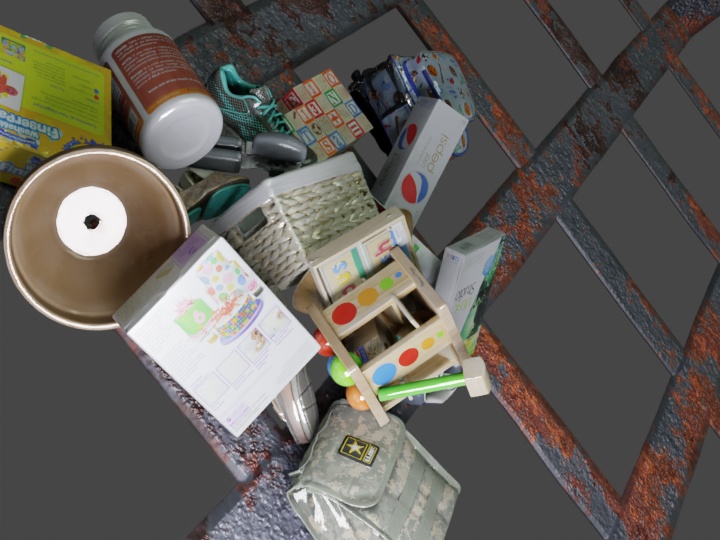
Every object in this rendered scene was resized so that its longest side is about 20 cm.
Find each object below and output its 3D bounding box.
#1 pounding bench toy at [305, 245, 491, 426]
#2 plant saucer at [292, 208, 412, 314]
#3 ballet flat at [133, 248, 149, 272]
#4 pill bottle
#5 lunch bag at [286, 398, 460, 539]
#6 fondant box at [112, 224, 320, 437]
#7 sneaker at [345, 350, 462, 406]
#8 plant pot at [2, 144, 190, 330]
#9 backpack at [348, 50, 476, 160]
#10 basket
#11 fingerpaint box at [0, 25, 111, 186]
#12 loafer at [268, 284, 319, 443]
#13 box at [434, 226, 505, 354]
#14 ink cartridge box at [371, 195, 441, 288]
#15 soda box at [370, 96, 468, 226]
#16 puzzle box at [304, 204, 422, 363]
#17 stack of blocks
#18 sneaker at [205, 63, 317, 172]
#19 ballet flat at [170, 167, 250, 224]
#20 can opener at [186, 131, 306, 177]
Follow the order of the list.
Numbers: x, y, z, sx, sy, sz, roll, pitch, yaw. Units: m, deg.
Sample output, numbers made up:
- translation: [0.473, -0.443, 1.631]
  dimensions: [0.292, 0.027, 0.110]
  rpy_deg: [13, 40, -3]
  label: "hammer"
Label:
- translation: [0.045, 0.106, 1.270]
  dimensions: [0.200, 0.155, 0.125]
  rpy_deg: [51, -7, 44]
  label: "pounding bench toy"
- translation: [0.000, 0.000, 1.405]
  dimensions: [0.036, 0.201, 0.199]
  rpy_deg: [50, 36, 18]
  label: "plant saucer"
- translation: [-0.210, 0.059, 1.254]
  dimensions: [0.201, 0.063, 0.069]
  rpy_deg: [54, 37, -2]
  label: "ballet flat"
- translation: [-0.262, -0.232, 1.344]
  dimensions: [0.111, 0.113, 0.201]
  rpy_deg: [1, 44, -46]
  label: "pill bottle"
- translation: [0.011, 0.268, 1.290]
  dimensions: [0.200, 0.117, 0.165]
  rpy_deg: [47, 36, -13]
  label: "lunch bag"
- translation: [-0.158, 0.070, 1.200]
  dimensions: [0.144, 0.058, 0.200]
  rpy_deg: [-46, 126, -9]
  label: "fondant box"
- translation: [0.076, 0.101, 1.454]
  dimensions: [0.078, 0.144, 0.204]
  rpy_deg: [72, 28, -43]
  label: "sneaker"
- translation: [-0.294, -0.043, 1.183]
  dimensions: [0.200, 0.202, 0.093]
  rpy_deg: [33, 2, -25]
  label: "plant pot"
- translation: [0.105, -0.262, 1.758]
  dimensions: [0.199, 0.153, 0.193]
  rpy_deg: [-15, 85, -53]
  label: "backpack"
- translation: [-0.076, -0.059, 1.424]
  dimensions: [0.199, 0.135, 0.124]
  rpy_deg: [-26, 85, -50]
  label: "basket"
- translation: [-0.391, -0.184, 1.229]
  dimensions: [0.198, 0.073, 0.169]
  rpy_deg: [18, 51, -37]
  label: "fingerpaint box"
- translation: [-0.104, 0.122, 1.330]
  dimensions: [0.072, 0.062, 0.203]
  rpy_deg: [-18, 93, -77]
  label: "loafer"
- translation: [0.144, 0.048, 1.539]
  dimensions: [0.036, 0.203, 0.144]
  rpy_deg: [25, 26, 24]
  label: "box"
- translation: [0.036, -0.042, 1.548]
  dimensions: [0.200, 0.109, 0.051]
  rpy_deg: [42, 80, -16]
  label: "ink cartridge box"
- translation: [0.083, -0.160, 1.628]
  dimensions: [0.068, 0.064, 0.202]
  rpy_deg: [28, 88, -30]
  label: "soda box"
- translation: [0.017, 0.025, 1.349]
  dimensions: [0.025, 0.132, 0.201]
  rpy_deg: [52, -12, 45]
  label: "puzzle box"
- translation: [-0.077, -0.214, 1.593]
  dimensions: [0.116, 0.058, 0.200]
  rpy_deg: [53, 38, -3]
  label: "stack of blocks"
- translation: [-0.139, -0.206, 1.455]
  dimensions: [0.199, 0.092, 0.078]
  rpy_deg: [34, 39, 6]
  label: "sneaker"
- translation: [-0.217, -0.094, 1.359]
  dimensions: [0.067, 0.068, 0.200]
  rpy_deg: [43, 36, 9]
  label: "ballet flat"
- translation: [-0.170, -0.162, 1.395]
  dimensions: [0.197, 0.067, 0.053]
  rpy_deg: [3, 43, -7]
  label: "can opener"
